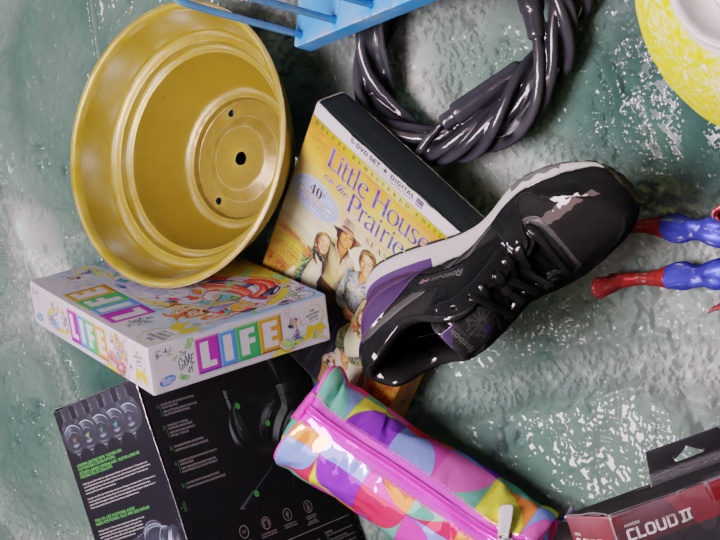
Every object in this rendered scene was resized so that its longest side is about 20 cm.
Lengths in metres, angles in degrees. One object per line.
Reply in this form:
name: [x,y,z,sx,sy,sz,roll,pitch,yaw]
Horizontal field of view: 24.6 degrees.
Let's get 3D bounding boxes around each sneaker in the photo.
sneaker: [0.083,0.013,0.989,0.200,0.088,0.076,-31,118,32]

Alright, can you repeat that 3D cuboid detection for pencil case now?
pencil case: [0.040,0.145,1.092,0.200,0.088,0.089,31,116,14]

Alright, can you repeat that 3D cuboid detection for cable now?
cable: [0.067,-0.155,1.071,0.163,0.051,0.201,27,111,25]

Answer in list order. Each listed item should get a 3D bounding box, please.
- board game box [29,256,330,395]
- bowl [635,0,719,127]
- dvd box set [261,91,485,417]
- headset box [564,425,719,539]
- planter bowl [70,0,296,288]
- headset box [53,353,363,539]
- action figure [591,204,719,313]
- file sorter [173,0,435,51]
board game box: [-0.130,0.027,1.151,0.200,0.134,0.034,21,123,54]
bowl: [0.227,-0.162,0.904,0.199,0.108,0.201,7,101,36]
dvd box set: [0.000,0.000,1.124,0.146,0.029,0.200,44,136,23]
headset box: [0.217,0.191,0.940,0.077,0.148,0.201,145,106,-75]
planter bowl: [-0.107,-0.085,1.176,0.200,0.083,0.201,-4,83,36]
headset box: [-0.103,0.152,1.168,0.093,0.174,0.201,-22,85,37]
action figure: [0.227,-0.010,0.970,0.199,0.052,0.066,-2,92,35]
file sorter: [-0.026,-0.233,1.012,0.200,0.122,0.139,-9,74,58]
